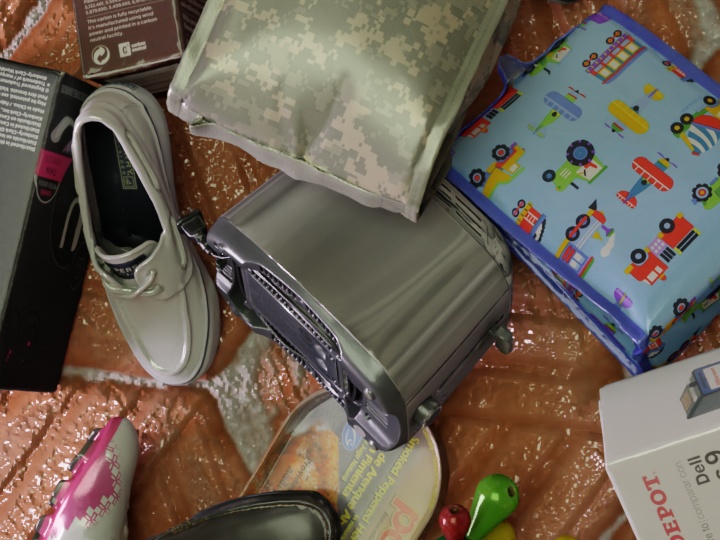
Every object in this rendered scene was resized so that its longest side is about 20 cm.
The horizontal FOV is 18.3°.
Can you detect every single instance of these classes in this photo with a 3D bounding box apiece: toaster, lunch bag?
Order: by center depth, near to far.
[{"bbox_3d":[-0.003,-0.139,1.294,0.163,0.118,0.201,25,75,5],"label":"lunch bag"},{"bbox_3d":[0.149,-0.060,1.324,0.151,0.094,0.200,-43,71,-7],"label":"lunch bag"},{"bbox_3d":[0.000,0.000,1.344,0.129,0.114,0.200,-41,68,-17],"label":"toaster"}]

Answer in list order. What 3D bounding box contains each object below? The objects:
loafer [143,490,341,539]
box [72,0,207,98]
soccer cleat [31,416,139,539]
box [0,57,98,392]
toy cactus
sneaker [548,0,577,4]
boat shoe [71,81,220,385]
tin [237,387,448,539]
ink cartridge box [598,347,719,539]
[{"bbox_3d":[-0.106,0.187,1.344,0.199,0.072,0.073,-24,85,0],"label":"loafer"},{"bbox_3d":[-0.141,-0.217,1.419,0.075,0.100,0.201,-12,84,13],"label":"box"},{"bbox_3d":[-0.174,0.192,1.419,0.086,0.070,0.201,28,93,-4],"label":"soccer cleat"},{"bbox_3d":[-0.236,-0.031,1.416,0.105,0.122,0.201,14,90,15],"label":"box"},{"bbox_3d":[0.054,0.225,1.322,0.164,0.102,0.201,-2,102,11],"label":"toy cactus"},{"bbox_3d":[0.146,-0.261,1.356,0.075,0.079,0.201,23,93,15],"label":"sneaker"},{"bbox_3d":[-0.142,-0.013,1.386,0.073,0.065,0.201,-10,109,20],"label":"boat shoe"},{"bbox_3d":[-0.022,0.164,1.388,0.112,0.042,0.201,34,94,19],"label":"tin"},{"bbox_3d":[0.250,0.112,1.265,0.199,0.088,0.146,-18,115,14],"label":"ink cartridge box"}]
